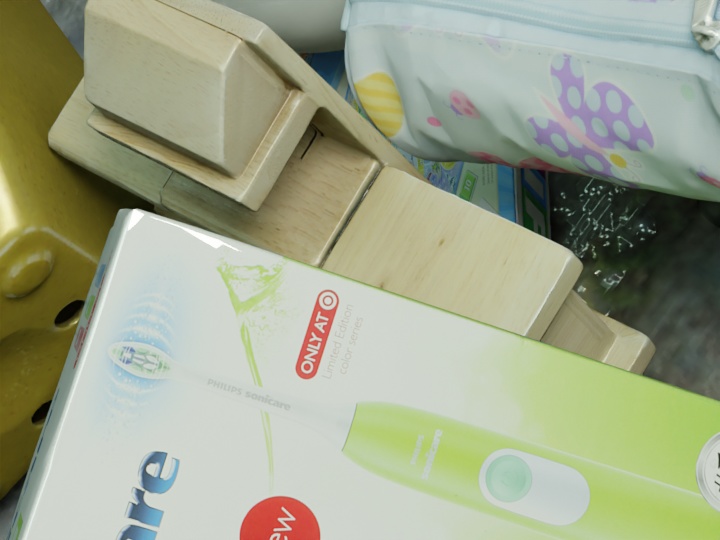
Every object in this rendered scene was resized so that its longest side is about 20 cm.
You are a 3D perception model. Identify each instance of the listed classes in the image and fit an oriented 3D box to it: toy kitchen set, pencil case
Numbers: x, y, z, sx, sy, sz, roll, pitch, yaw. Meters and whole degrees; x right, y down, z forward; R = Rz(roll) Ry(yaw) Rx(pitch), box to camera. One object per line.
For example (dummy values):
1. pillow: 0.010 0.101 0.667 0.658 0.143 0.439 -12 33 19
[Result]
1. toy kitchen set: -0.055 0.026 0.822 0.200 0.163 0.181 27 81 35
2. pencil case: 0.081 -0.061 0.763 0.200 0.091 0.083 14 104 53

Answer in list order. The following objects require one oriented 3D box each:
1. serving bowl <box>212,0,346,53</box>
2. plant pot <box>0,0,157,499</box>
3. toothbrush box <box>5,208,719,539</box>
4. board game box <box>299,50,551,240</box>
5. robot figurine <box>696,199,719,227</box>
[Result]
1. serving bowl: 0.014 -0.136 0.934 0.200 0.066 0.200 -19 30 11
2. plant pot: -0.183 -0.022 0.947 0.194 0.195 0.200 -46 62 3
3. toothbrush box: 0.007 0.082 0.718 0.199 0.086 0.146 19 88 -7
4. board game box: 0.000 0.000 0.926 0.134 0.034 0.201 -12 62 22
5. robot figurine: 0.196 -0.035 0.795 0.125 0.150 0.201 -18 58 55
